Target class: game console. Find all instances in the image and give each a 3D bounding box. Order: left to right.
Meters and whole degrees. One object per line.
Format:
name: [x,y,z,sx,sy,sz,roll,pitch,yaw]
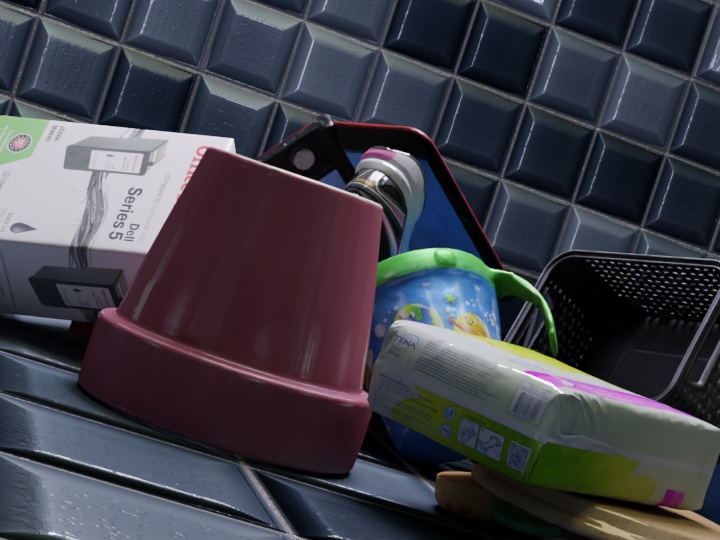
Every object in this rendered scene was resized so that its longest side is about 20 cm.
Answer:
game console: [0.005,-0.022,1.418,0.200,0.172,0.119,58,-2,-34]

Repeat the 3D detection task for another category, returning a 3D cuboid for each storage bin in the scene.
storage bin: [0.221,0.068,1.348,0.094,0.136,0.199,43,-22,-31]

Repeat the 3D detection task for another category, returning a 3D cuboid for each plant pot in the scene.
plant pot: [-0.071,0.021,1.135,0.199,0.180,0.200,18,1,0]

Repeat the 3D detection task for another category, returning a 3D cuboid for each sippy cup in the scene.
sippy cup: [0.057,0.074,1.301,0.139,0.178,0.131,21,39,-42]

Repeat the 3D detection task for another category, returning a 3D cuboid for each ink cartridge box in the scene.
ink cartridge box: [-0.203,-0.037,1.290,0.199,0.146,0.084,5,-45,10]

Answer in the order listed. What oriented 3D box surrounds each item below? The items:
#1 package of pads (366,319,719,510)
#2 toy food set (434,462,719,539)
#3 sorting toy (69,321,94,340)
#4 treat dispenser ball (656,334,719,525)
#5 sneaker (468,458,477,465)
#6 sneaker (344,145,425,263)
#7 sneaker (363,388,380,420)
package of pads: [0.118,0.094,1.084,0.154,0.069,0.199,21,3,43]
toy food set: [0.159,0.169,1.094,0.199,0.049,0.198,18,2,-29]
sorting toy: [-0.134,0.048,1.397,0.199,0.070,0.199,19,2,24]
treat dispenser ball: [0.331,0.137,1.420,0.200,0.202,0.201,18,2,-1]
sneaker: [0.166,0.161,1.344,0.199,0.078,0.080,27,-11,16]
sneaker: [0.000,0.000,1.353,0.080,0.201,0.086,18,42,28]
sneaker: [0.073,0.094,1.489,0.113,0.076,0.200,9,16,22]
